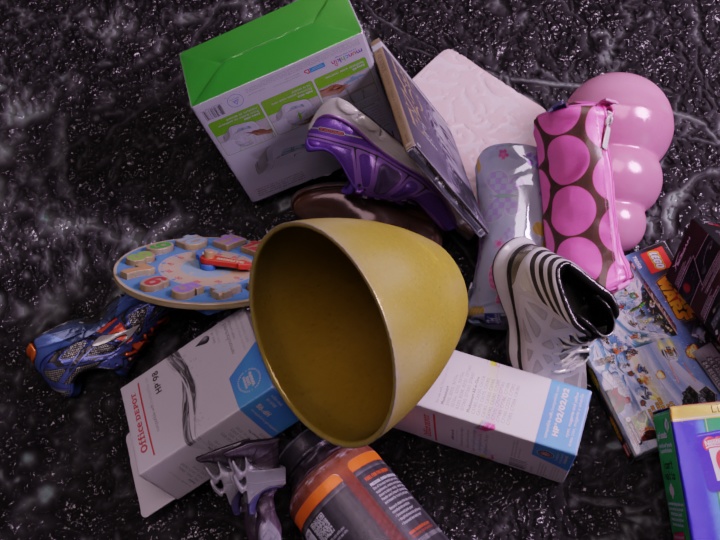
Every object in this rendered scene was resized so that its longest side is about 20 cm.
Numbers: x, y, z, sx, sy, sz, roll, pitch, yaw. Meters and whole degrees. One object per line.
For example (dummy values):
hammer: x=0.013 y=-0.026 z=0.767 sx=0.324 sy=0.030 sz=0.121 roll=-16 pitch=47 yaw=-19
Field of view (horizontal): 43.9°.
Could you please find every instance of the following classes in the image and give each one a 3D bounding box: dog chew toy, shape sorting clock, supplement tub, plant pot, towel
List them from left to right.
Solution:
shape sorting clock: x=-0.165 y=-0.003 z=0.966 sx=0.198 sy=0.200 sz=0.040 roll=9 pitch=108 yaw=10
supplement tub: x=0.004 y=0.241 z=0.854 sx=0.107 sy=0.107 sz=0.200 roll=-37 pitch=66 yaw=-12
plant pot: x=0.013 y=0.038 z=0.804 sx=0.141 sy=0.201 sz=0.200 roll=-19 pitch=59 yaw=-38
towel: x=0.119 y=-0.157 z=1.074 sx=0.200 sy=0.032 sz=0.191 roll=39 pitch=75 yaw=22
dog chew toy: x=0.280 y=-0.112 z=0.990 sx=0.123 sy=0.125 sz=0.202 roll=6 pitch=79 yaw=9

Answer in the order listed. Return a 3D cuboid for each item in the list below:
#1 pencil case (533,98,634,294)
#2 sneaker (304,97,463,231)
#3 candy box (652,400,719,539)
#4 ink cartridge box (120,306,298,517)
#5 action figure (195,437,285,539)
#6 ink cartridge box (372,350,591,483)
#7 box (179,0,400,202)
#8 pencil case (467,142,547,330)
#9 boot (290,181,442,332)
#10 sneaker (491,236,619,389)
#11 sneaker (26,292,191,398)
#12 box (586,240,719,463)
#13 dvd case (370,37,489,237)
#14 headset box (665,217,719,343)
pencil case: x=0.229 y=-0.070 z=0.905 sx=0.093 sy=0.090 sz=0.202 roll=-7 pitch=91 yaw=45
sneaker: x=0.026 y=-0.103 z=0.975 sx=0.199 sy=0.081 sz=0.084 roll=35 pitch=97 yaw=-10
candy box: x=0.373 y=0.218 z=0.821 sx=0.167 sy=0.077 sz=0.202 roll=-6 pitch=75 yaw=1
ink cartridge box: x=-0.168 y=0.144 z=0.902 sx=0.199 sy=0.067 sz=0.116 roll=-34 pitch=47 yaw=5
action figure: x=-0.087 y=0.258 z=0.826 sx=0.069 sy=0.130 sz=0.202 roll=-16 pitch=86 yaw=-25
ink cartridge box: x=0.117 y=0.137 z=0.886 sx=0.198 sy=0.115 sz=0.068 roll=16 pitch=67 yaw=13
box: x=-0.073 y=-0.194 z=1.013 sx=0.198 sy=0.177 sz=0.097 roll=-23 pitch=55 yaw=6
pencil case: x=0.162 y=-0.035 z=0.964 sx=0.090 sy=0.083 sz=0.202 roll=-4 pitch=74 yaw=39
boot: x=0.000 y=0.000 z=0.956 sx=0.184 sy=0.065 sz=0.201 roll=9 pitch=48 yaw=1
sneaker: x=0.197 y=0.070 z=0.857 sx=0.075 sy=0.202 sz=0.115 roll=-32 pitch=27 yaw=-16
sneaker: x=-0.263 y=0.076 z=0.991 sx=0.199 sy=0.075 sz=0.079 roll=-27 pitch=80 yaw=-4
box: x=0.301 y=0.082 z=0.935 sx=0.136 sy=0.040 sz=0.201 roll=-20 pitch=64 yaw=-2
dvd case: x=0.073 y=-0.144 z=0.948 sx=0.016 sy=0.149 sz=0.201 roll=-32 pitch=41 yaw=17
headset box: x=0.404 y=0.036 z=0.848 sx=0.147 sy=0.076 sz=0.200 roll=11 pitch=26 yaw=-12
